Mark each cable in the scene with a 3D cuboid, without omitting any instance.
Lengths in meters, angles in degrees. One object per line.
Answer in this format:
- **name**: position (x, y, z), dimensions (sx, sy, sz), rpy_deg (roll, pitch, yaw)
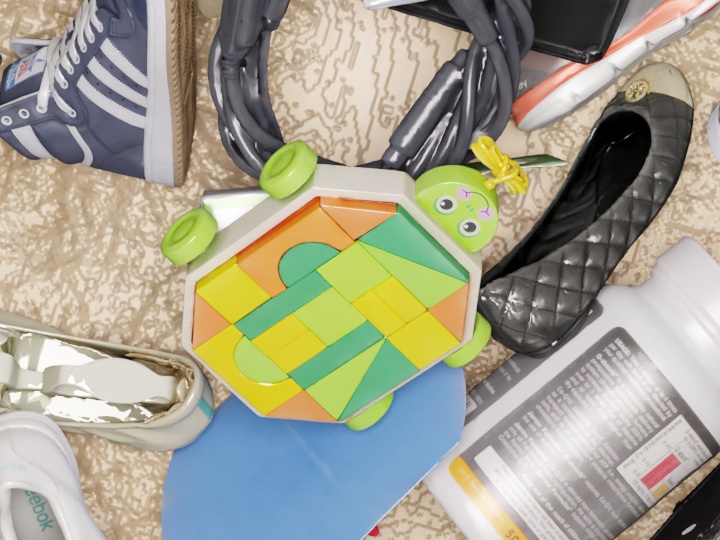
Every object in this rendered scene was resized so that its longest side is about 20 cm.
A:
- **cable**: position (0.006, -0.114, 1.538), dimensions (0.163, 0.051, 0.200), rpy_deg (4, 120, -10)

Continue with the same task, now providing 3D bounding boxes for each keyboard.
- **keyboard**: position (0.059, -0.180, 1.653), dimensions (0.200, 0.040, 0.104), rpy_deg (19, 80, 16)

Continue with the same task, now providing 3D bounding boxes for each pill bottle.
- **pill bottle**: position (0.133, 0.080, 1.644), dimensions (0.200, 0.116, 0.116), rpy_deg (-39, 93, 1)

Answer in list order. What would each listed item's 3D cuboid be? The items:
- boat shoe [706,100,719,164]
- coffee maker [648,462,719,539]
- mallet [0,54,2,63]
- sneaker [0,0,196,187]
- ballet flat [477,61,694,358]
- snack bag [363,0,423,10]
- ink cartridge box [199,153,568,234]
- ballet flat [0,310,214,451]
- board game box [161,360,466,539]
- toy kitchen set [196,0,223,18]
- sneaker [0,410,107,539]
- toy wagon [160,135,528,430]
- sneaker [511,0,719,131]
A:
- **boat shoe**: position (0.276, -0.031, 1.648), dimensions (0.074, 0.068, 0.199), rpy_deg (-29, 79, -29)
- **coffee maker**: position (0.282, 0.175, 1.645), dimensions (0.192, 0.135, 0.200), rpy_deg (-43, 94, -1)
- **mallet**: position (-0.194, -0.161, 1.607), dimensions (0.066, 0.041, 0.200), rpy_deg (41, 133, -5)
- **sneaker**: position (-0.145, -0.123, 1.605), dimensions (0.108, 0.200, 0.070), rpy_deg (8, 51, 4)
- **ballet flat**: position (0.127, -0.041, 1.635), dimensions (0.057, 0.066, 0.200), rpy_deg (46, 61, -29)
- **snack bag**: position (0.086, -0.232, 1.631), dimensions (0.200, 0.021, 0.189), rpy_deg (-7, 62, -1)
- **ink cartridge box**: position (0.013, -0.024, 1.642), dimensions (0.200, 0.104, 0.059), rpy_deg (-6, 93, -2)
- **ballet flat**: position (-0.180, 0.057, 1.659), dimensions (0.200, 0.069, 0.069), rpy_deg (8, 93, -2)
- **board game box**: position (-0.019, 0.108, 1.647), dimensions (0.200, 0.158, 0.039), rpy_deg (-45, 131, 0)
- **toy kitchen set**: position (-0.148, -0.255, 1.651), dimensions (0.200, 0.180, 0.163), rpy_deg (49, 47, -33)
- **sneaker**: position (-0.155, 0.177, 1.637), dimensions (0.075, 0.088, 0.200), rpy_deg (-29, 113, 5)
- **toy wagon**: position (0.000, 0.000, 1.554), dimensions (0.200, 0.040, 0.155), rpy_deg (-34, 119, 24)
- **sneaker**: position (0.151, -0.162, 1.656), dimensions (0.200, 0.077, 0.082), rpy_deg (-35, 86, -1)
